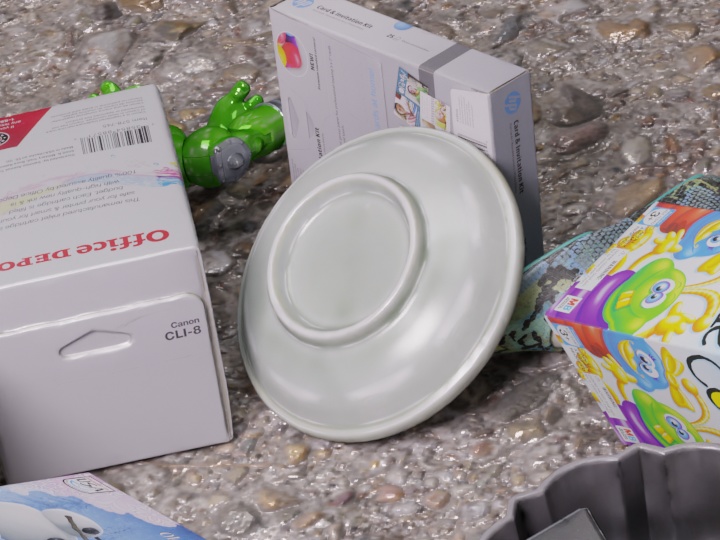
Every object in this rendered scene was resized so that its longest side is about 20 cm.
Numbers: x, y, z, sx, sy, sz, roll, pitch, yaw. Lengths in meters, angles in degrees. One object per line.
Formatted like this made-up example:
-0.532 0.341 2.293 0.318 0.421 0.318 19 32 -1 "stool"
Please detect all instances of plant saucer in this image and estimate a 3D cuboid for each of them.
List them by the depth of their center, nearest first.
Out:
0.000 0.000 1.602 0.199 0.050 0.202 -15 61 29 "plant saucer"

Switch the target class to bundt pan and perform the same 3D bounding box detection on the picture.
0.157 0.178 1.370 0.200 0.076 0.202 -8 35 5 "bundt pan"

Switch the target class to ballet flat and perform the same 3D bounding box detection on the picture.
0.162 0.005 1.634 0.199 0.075 0.074 -31 39 -23 "ballet flat"

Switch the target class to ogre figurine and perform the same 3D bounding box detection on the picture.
-0.133 -0.079 1.814 0.198 0.099 0.120 11 19 5 "ogre figurine"

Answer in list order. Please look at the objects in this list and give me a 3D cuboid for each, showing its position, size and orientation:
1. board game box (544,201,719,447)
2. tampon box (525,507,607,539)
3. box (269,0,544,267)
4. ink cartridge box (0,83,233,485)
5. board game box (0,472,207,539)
0.213 0.041 1.464 0.105 0.103 0.199 -44 27 -20 "board game box"
0.094 0.240 1.183 0.149 0.126 0.201 -29 53 -1 "tampon box"
0.029 -0.078 1.706 0.041 0.157 0.199 -31 38 -34 "box"
-0.168 0.007 1.643 0.144 0.146 0.200 -12 33 -4 "ink cartridge box"
-0.142 0.170 1.397 0.199 0.044 0.198 25 16 33 "board game box"
